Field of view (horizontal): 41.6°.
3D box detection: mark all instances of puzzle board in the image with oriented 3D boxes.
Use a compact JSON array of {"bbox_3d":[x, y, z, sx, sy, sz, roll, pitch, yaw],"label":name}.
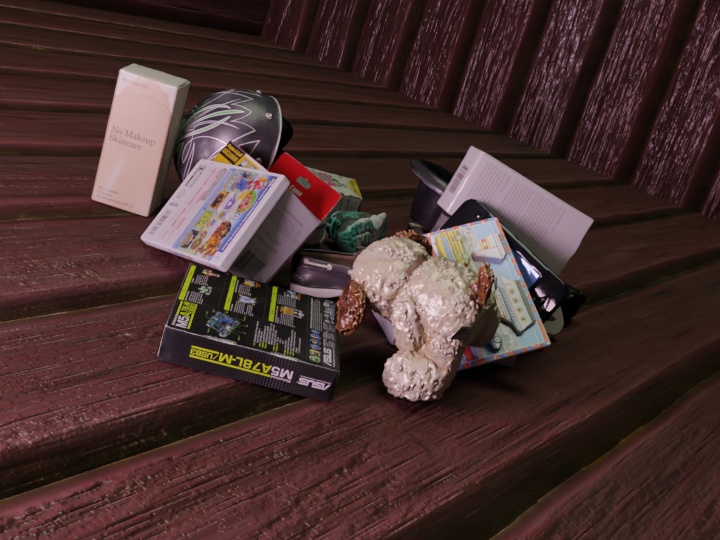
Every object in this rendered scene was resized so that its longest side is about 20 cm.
[{"bbox_3d":[0.139,0.027,1.218,0.149,0.017,0.201,-14,60,-7],"label":"puzzle board"}]

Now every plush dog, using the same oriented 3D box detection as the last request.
[{"bbox_3d":[0.066,0.026,1.099,0.171,0.161,0.200,29,46,21],"label":"plush dog"}]

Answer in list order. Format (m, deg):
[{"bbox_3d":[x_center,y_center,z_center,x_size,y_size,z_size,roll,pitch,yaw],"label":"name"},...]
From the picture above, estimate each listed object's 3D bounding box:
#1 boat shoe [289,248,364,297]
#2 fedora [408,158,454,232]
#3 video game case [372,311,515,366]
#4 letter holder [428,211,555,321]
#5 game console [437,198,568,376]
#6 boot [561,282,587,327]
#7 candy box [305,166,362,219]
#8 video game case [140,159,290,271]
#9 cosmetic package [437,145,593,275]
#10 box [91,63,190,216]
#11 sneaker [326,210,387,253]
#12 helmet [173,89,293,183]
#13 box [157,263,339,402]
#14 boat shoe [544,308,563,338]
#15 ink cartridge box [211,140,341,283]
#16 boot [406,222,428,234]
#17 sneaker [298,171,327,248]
[{"bbox_3d":[0.000,0.000,1.310,0.198,0.061,0.074,2,20,-10],"label":"boat shoe"},{"bbox_3d":[0.141,-0.098,1.517,0.200,0.092,0.201,30,14,-8],"label":"fedora"},{"bbox_3d":[0.103,0.067,1.328,0.181,0.023,0.200,12,18,-18],"label":"video game case"},{"bbox_3d":[0.195,0.016,1.372,0.200,0.101,0.142,37,13,28],"label":"letter holder"},{"bbox_3d":[0.140,0.016,1.244,0.200,0.171,0.118,47,12,24],"label":"game console"},{"bbox_3d":[0.297,0.021,1.568,0.162,0.074,0.198,25,26,30],"label":"boot"},{"bbox_3d":[-0.103,-0.145,1.701,0.198,0.061,0.137,14,18,-12],"label":"candy box"},{"bbox_3d":[-0.193,-0.077,1.238,0.199,0.144,0.018,16,-25,48],"label":"video game case"},{"bbox_3d":[0.223,-0.085,1.371,0.199,0.102,0.071,30,9,-14],"label":"cosmetic package"},{"bbox_3d":[-0.325,-0.194,1.402,0.094,0.202,0.078,16,19,-2],"label":"box"},{"bbox_3d":[-0.020,-0.059,1.527,0.090,0.078,0.200,12,9,12],"label":"sneaker"},{"bbox_3d":[-0.193,-0.185,1.472,0.199,0.201,0.191,29,-10,32],"label":"helmet"},{"bbox_3d":[-0.120,0.066,1.081,0.191,0.048,0.200,13,19,-8],"label":"box"},{"bbox_3d":[0.227,0.033,1.471,0.074,0.093,0.201,-27,75,-34],"label":"boat shoe"},{"bbox_3d":[-0.146,-0.093,1.294,0.084,0.176,0.200,45,-3,-39],"label":"ink cartridge box"},{"bbox_3d":[0.142,-0.021,1.557,0.143,0.073,0.200,19,14,-2],"label":"boot"},{"bbox_3d":[-0.093,-0.102,1.549,0.072,0.071,0.200,6,29,-8],"label":"sneaker"}]
